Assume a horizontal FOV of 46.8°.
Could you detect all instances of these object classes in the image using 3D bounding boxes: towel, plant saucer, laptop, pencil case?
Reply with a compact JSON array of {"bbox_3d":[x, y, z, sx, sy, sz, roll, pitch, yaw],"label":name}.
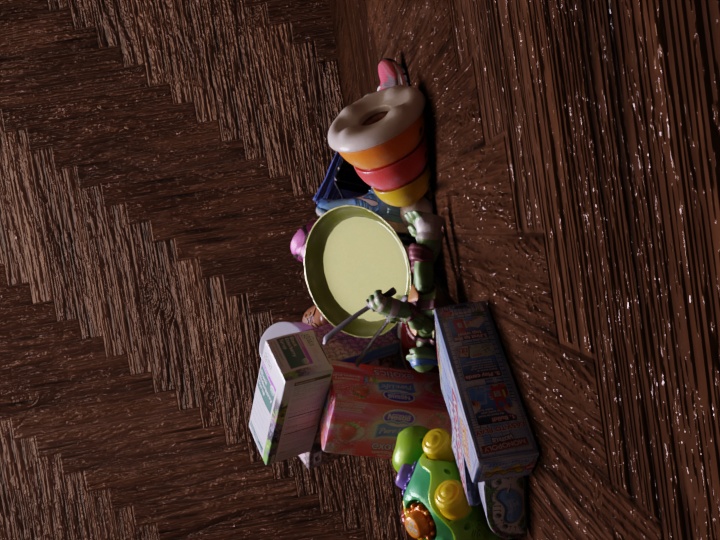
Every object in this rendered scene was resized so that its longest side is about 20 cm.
[{"bbox_3d":[-0.014,-0.173,1.468,0.146,0.024,0.200,-66,-17,8],"label":"towel"},{"bbox_3d":[0.000,0.000,1.251,0.031,0.198,0.203,-20,-75,-53],"label":"plant saucer"},{"bbox_3d":[0.035,-0.156,1.422,0.202,0.102,0.177,-67,-17,9],"label":"laptop"},{"bbox_3d":[-0.020,-0.007,1.353,0.199,0.091,0.094,37,162,34],"label":"pencil case"}]

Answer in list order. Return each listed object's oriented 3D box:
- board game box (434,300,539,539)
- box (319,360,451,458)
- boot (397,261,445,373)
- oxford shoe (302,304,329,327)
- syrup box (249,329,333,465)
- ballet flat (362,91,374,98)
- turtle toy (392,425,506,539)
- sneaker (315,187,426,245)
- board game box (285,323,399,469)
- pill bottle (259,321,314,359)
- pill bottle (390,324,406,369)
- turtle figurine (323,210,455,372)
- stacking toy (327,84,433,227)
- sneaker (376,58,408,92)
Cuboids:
[{"bbox_3d":[0.129,0.169,0.859,0.201,0.061,0.203,-102,4,-64],"label":"board game box"},{"bbox_3d":[0.043,0.209,1.224,0.103,0.197,0.096,-102,23,-61],"label":"box"},{"bbox_3d":[0.098,0.093,1.251,0.144,0.071,0.203,-114,18,-75],"label":"boot"},{"bbox_3d":[-0.069,0.090,1.485,0.200,0.070,0.073,121,142,-84],"label":"oxford shoe"},{"bbox_3d":[-0.105,0.187,1.217,0.079,0.080,0.202,57,146,36],"label":"syrup box"},{"bbox_3d":[0.042,-0.238,1.586,0.070,0.068,0.203,-109,12,-76],"label":"ballet flat"},{"bbox_3d":[0.095,0.264,0.998,0.146,0.100,0.201,51,-164,-35],"label":"turtle toy"},{"bbox_3d":[0.022,-0.096,1.299,0.078,0.198,0.091,32,-111,-59],"label":"sneaker"},{"bbox_3d":[-0.034,0.192,1.344,0.097,0.158,0.203,40,136,47],"label":"board game box"},{"bbox_3d":[-0.100,0.154,1.441,0.200,0.109,0.112,49,-151,-64],"label":"pill bottle"},{"bbox_3d":[0.070,0.084,1.402,0.109,0.107,0.203,142,120,-87],"label":"pill bottle"},{"bbox_3d":[0.043,0.027,1.089,0.143,0.198,0.197,26,-110,-46],"label":"turtle figurine"},{"bbox_3d":[0.054,-0.143,1.172,0.147,0.145,0.201,-103,-13,-58],"label":"stacking toy"},{"bbox_3d":[0.037,-0.238,1.279,0.074,0.085,0.203,91,171,-70],"label":"sneaker"}]
